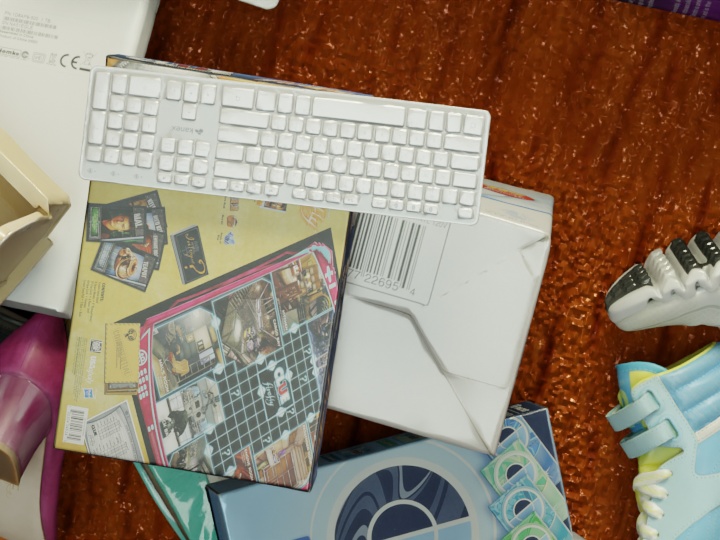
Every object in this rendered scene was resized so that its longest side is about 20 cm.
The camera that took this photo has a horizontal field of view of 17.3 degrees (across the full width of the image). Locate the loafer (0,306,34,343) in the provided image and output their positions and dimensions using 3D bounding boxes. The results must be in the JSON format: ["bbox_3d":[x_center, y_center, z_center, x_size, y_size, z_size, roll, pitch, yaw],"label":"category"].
[{"bbox_3d":[-0.136,0.047,1.394,0.198,0.072,0.063,1,94,7],"label":"loafer"}]

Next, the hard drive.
[{"bbox_3d":[-0.198,-0.082,1.335,0.131,0.027,0.201,11,77,15],"label":"hard drive"}]

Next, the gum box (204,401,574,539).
[{"bbox_3d":[0.027,0.182,1.360,0.199,0.045,0.171,-13,96,-14],"label":"gum box"}]

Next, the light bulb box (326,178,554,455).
[{"bbox_3d":[0.000,0.000,1.306,0.197,0.200,0.126,16,99,2],"label":"light bulb box"}]

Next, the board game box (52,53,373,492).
[{"bbox_3d":[-0.074,0.001,1.194,0.134,0.035,0.201,10,97,4],"label":"board game box"}]

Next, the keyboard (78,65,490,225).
[{"bbox_3d":[-0.038,-0.062,1.160,0.198,0.011,0.057,7,97,4],"label":"keyboard"}]

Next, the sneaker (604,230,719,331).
[{"bbox_3d":[0.240,0.012,1.356,0.199,0.075,0.082,-13,107,7],"label":"sneaker"}]

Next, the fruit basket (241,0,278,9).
[{"bbox_3d":[-0.101,-0.270,1.326,0.184,0.094,0.201,20,97,1],"label":"fruit basket"}]

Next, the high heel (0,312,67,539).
[{"bbox_3d":[-0.197,0.103,1.382,0.067,0.200,0.096,17,59,9],"label":"high heel"}]

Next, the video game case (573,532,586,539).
[{"bbox_3d":[0.065,0.224,1.428,0.199,0.022,0.183,32,101,-1],"label":"video game case"}]

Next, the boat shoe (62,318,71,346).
[{"bbox_3d":[-0.163,-0.024,1.375,0.071,0.069,0.201,-47,63,45],"label":"boat shoe"}]

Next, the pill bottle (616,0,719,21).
[{"bbox_3d":[0.184,-0.197,1.302,0.199,0.112,0.113,11,100,3],"label":"pill bottle"}]

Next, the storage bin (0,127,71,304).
[{"bbox_3d":[-0.292,-0.028,1.267,0.200,0.094,0.199,44,101,8],"label":"storage bin"}]

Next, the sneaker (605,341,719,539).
[{"bbox_3d":[0.171,0.128,1.368,0.130,0.080,0.200,41,82,-2],"label":"sneaker"}]

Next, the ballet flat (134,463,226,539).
[{"bbox_3d":[-0.070,0.156,1.402,0.070,0.067,0.201,-29,89,6],"label":"ballet flat"}]
